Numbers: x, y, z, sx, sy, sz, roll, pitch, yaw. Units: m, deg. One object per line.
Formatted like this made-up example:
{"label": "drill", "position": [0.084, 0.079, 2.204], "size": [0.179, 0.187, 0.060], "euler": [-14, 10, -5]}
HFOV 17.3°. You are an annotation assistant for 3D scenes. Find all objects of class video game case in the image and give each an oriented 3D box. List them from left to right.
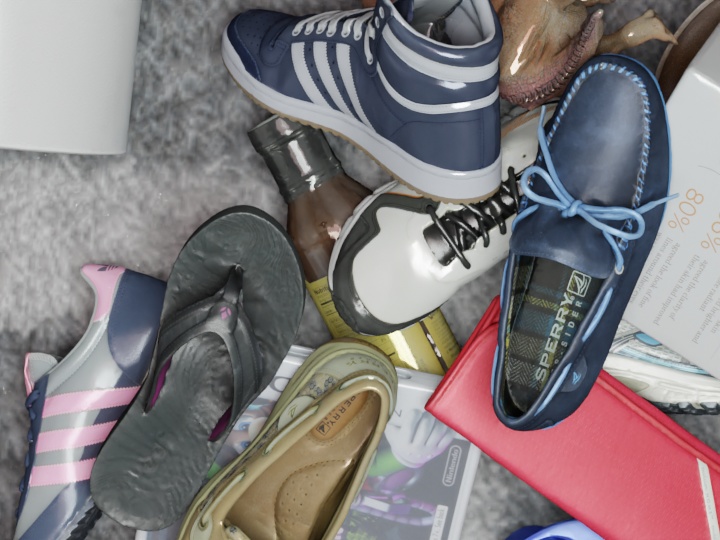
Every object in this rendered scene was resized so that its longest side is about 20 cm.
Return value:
{"label": "video game case", "position": [-0.033, 0.136, 1.338], "size": [0.181, 0.023, 0.201], "euler": [12, 117, 0]}

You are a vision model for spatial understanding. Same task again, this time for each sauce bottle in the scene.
{"label": "sauce bottle", "position": [0.000, 0.000, 1.344], "size": [0.064, 0.065, 0.201], "euler": [-26, 93, 2]}

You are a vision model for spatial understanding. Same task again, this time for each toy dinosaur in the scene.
{"label": "toy dinosaur", "position": [0.084, -0.127, 1.291], "size": [0.135, 0.200, 0.086], "euler": [-35, 118, 1]}

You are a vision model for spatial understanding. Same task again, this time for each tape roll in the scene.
{"label": "tape roll", "position": [-0.217, -0.140, 1.262], "size": [0.201, 0.203, 0.140], "euler": [6, 94, -1]}

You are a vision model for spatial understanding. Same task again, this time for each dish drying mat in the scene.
{"label": "dish drying mat", "position": [0.134, 0.101, 1.293], "size": [0.200, 0.018, 0.077], "euler": [36, 80, -11]}

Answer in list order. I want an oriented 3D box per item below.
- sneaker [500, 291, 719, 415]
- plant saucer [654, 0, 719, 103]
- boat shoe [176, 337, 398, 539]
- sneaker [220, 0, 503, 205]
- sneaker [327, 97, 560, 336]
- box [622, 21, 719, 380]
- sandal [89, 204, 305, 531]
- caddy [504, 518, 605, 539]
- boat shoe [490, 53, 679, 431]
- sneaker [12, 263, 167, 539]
{"label": "sneaker", "position": [0.170, 0.037, 1.344], "size": [0.198, 0.078, 0.087], "euler": [4, 85, -4]}
{"label": "plant saucer", "position": [0.260, -0.079, 1.318], "size": [0.199, 0.032, 0.201], "euler": [10, 119, 18]}
{"label": "boat shoe", "position": [-0.046, 0.128, 1.269], "size": [0.073, 0.063, 0.201], "euler": [26, 102, -11]}
{"label": "sneaker", "position": [0.002, -0.125, 1.277], "size": [0.200, 0.070, 0.109], "euler": [33, 136, 34]}
{"label": "sneaker", "position": [0.065, -0.037, 1.300], "size": [0.200, 0.080, 0.074], "euler": [-40, 100, -20]}
{"label": "box", "position": [0.239, -0.018, 1.277], "size": [0.199, 0.106, 0.153], "euler": [33, 124, 6]}
{"label": "sandal", "position": [-0.085, 0.061, 1.265], "size": [0.075, 0.048, 0.201], "euler": [21, 112, -8]}
{"label": "caddy", "position": [0.126, 0.235, 1.341], "size": [0.140, 0.105, 0.202], "euler": [6, 95, 0]}
{"label": "boat shoe", "position": [0.115, -0.009, 1.214], "size": [0.084, 0.069, 0.201], "euler": [11, 102, 21]}
{"label": "sneaker", "position": [-0.167, 0.090, 1.352], "size": [0.082, 0.070, 0.201], "euler": [30, 88, 4]}
